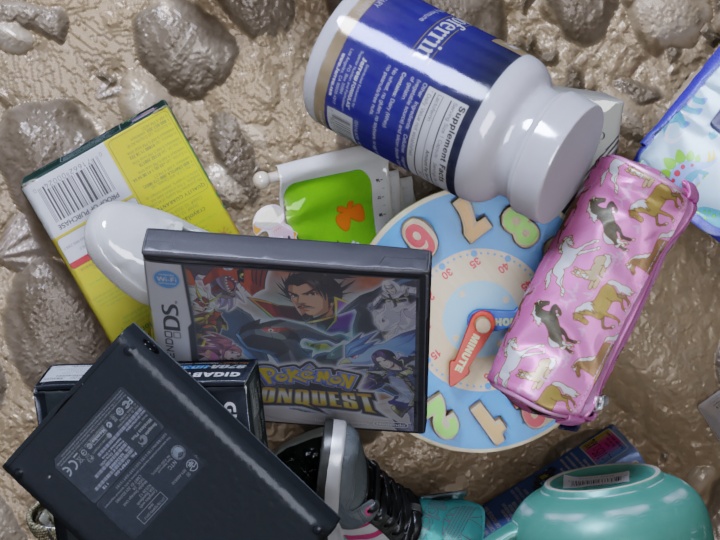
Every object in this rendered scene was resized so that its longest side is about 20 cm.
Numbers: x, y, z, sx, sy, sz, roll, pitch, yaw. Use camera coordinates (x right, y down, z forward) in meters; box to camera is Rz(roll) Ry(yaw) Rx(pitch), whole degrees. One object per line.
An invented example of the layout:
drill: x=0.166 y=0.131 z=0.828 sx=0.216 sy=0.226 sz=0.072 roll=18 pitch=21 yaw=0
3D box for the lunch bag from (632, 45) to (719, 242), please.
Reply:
lunch bag: x=0.330 y=-0.083 z=1.620 sx=0.200 sy=0.127 sz=0.170 roll=39 pitch=95 yaw=0

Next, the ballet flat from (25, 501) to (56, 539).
ballet flat: x=-0.167 y=0.150 z=1.591 sx=0.199 sy=0.068 sz=0.075 roll=-34 pitch=138 yaw=11

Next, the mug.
mug: x=0.172 y=0.209 z=1.541 sx=0.184 sy=0.152 sz=0.115 roll=-12 pitch=98 yaw=-40

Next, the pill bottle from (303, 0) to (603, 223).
pill bottle: x=0.068 y=-0.119 z=1.534 sx=0.199 sy=0.116 sz=0.116 roll=29 pitch=95 yaw=18

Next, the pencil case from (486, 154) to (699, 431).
pencil case: x=0.169 y=0.014 z=1.526 sx=0.086 sy=0.083 sz=0.201 roll=27 pitch=86 yaw=-9

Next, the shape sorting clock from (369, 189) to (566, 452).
shape sorting clock: x=0.089 y=0.037 z=1.574 sx=0.198 sy=0.039 sz=0.201 roll=-1 pitch=99 yaw=-5

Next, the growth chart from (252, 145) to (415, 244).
growth chart: x=0.000 y=0.000 z=1.618 sx=0.144 sy=0.018 sz=0.201 roll=-23 pitch=103 yaw=-21

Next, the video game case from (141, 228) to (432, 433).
video game case: x=-0.050 y=0.046 z=1.504 sx=0.199 sy=0.026 sz=0.181 roll=5 pitch=138 yaw=4

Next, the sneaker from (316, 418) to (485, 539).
sneaker: x=0.032 y=0.182 z=1.574 sx=0.120 sy=0.084 sz=0.201 roll=1 pitch=143 yaw=8

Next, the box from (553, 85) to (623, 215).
box: x=0.143 y=-0.039 z=1.621 sx=0.082 sy=0.068 sz=0.201 roll=6 pitch=99 yaw=-7

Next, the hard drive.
hard drive: x=-0.132 y=0.155 z=1.475 sx=0.200 sy=0.033 sz=0.140 roll=43 pitch=105 yaw=-1

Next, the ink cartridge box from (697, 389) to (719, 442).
ink cartridge box: x=0.362 y=0.116 z=1.612 sx=0.144 sy=0.200 sz=0.085 roll=-35 pitch=103 yaw=-1

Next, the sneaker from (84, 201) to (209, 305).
sneaker: x=-0.098 y=-0.004 z=1.522 sx=0.199 sy=0.088 sz=0.076 roll=27 pitch=56 yaw=-18

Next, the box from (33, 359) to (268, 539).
box: x=-0.143 y=0.164 z=1.535 sx=0.158 sy=0.046 sz=0.201 roll=-1 pitch=111 yaw=10

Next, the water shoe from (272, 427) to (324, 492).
water shoe: x=-0.075 y=0.199 z=1.625 sx=0.200 sy=0.079 sz=0.072 roll=-38 pitch=103 yaw=-1

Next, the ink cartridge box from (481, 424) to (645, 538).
ink cartridge box: x=0.155 y=0.236 z=1.669 sx=0.199 sy=0.076 sz=0.137 roll=-31 pitch=102 yaw=0

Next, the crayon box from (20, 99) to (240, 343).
crayon box: x=-0.153 y=-0.010 z=1.593 sx=0.126 sy=0.051 sz=0.201 roll=-29 pitch=102 yaw=-3
